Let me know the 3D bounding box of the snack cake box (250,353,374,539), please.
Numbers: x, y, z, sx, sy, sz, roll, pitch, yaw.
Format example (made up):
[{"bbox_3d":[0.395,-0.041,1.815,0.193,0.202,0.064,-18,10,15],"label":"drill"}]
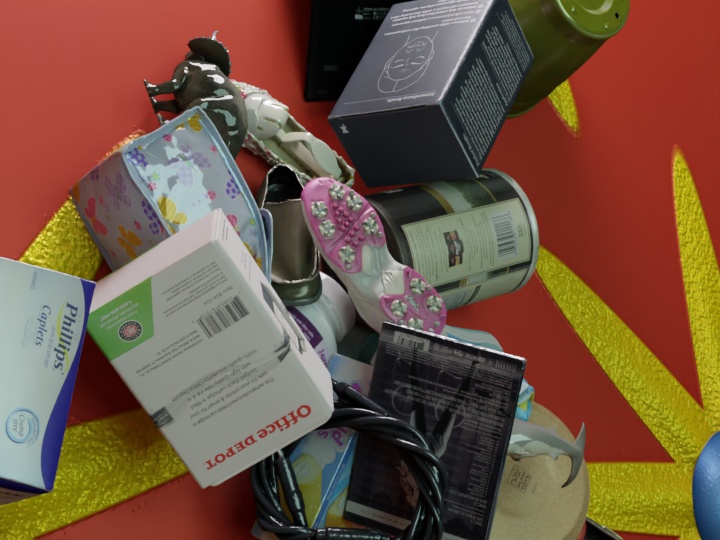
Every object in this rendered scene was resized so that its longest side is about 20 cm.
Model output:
[{"bbox_3d":[-0.020,0.201,1.465,0.115,0.067,0.202,42,69,-53],"label":"snack cake box"}]

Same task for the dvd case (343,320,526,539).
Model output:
[{"bbox_3d":[0.070,0.164,1.388,0.016,0.147,0.203,-5,108,-67],"label":"dvd case"}]

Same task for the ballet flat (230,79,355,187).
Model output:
[{"bbox_3d":[-0.081,-0.146,1.567,0.199,0.064,0.076,37,62,-21],"label":"ballet flat"}]

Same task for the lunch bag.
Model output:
[{"bbox_3d":[-0.172,-0.035,1.413,0.126,0.169,0.202,-31,94,-30],"label":"lunch bag"}]

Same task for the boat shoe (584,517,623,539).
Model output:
[{"bbox_3d":[0.227,0.302,1.664,0.199,0.059,0.073,29,64,-25],"label":"boat shoe"}]

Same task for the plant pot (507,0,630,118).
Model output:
[{"bbox_3d":[0.213,-0.307,1.729,0.198,0.192,0.203,9,74,-32],"label":"plant pot"}]

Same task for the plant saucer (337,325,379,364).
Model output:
[{"bbox_3d":[0.039,0.134,1.595,0.198,0.036,0.203,10,73,-33],"label":"plant saucer"}]

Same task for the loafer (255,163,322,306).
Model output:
[{"bbox_3d":[-0.081,-0.039,1.481,0.074,0.070,0.201,-5,38,-9],"label":"loafer"}]

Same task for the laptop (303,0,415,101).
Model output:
[{"bbox_3d":[-0.007,-0.310,1.692,0.185,0.115,0.203,-6,110,-34],"label":"laptop"}]

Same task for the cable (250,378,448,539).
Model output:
[{"bbox_3d":[-0.011,0.206,1.365,0.199,0.051,0.164,34,84,18],"label":"cable"}]

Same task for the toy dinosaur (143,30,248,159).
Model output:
[{"bbox_3d":[-0.159,-0.168,1.482,0.101,0.077,0.201,-23,62,-6],"label":"toy dinosaur"}]

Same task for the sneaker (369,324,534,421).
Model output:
[{"bbox_3d":[0.110,0.121,1.532,0.198,0.080,0.131,2,36,-44],"label":"sneaker"}]

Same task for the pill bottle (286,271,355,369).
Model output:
[{"bbox_3d":[-0.093,0.092,1.469,0.113,0.112,0.200,51,57,-12],"label":"pill bottle"}]

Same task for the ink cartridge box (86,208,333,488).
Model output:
[{"bbox_3d":[-0.134,0.072,1.301,0.144,0.084,0.201,-29,111,9],"label":"ink cartridge box"}]

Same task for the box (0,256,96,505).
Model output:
[{"bbox_3d":[-0.327,0.102,1.253,0.104,0.199,0.186,18,68,-27],"label":"box"}]

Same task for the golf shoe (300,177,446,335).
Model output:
[{"bbox_3d":[0.000,0.000,1.455,0.075,0.092,0.201,-35,86,-27],"label":"golf shoe"}]

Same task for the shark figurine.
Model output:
[{"bbox_3d":[0.146,0.157,1.464,0.211,0.129,0.091,1,61,-12],"label":"shark figurine"}]

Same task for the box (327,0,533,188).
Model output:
[{"bbox_3d":[0.080,-0.200,1.582,0.108,0.147,0.201,58,45,-35],"label":"box"}]

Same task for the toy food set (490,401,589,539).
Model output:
[{"bbox_3d":[0.168,0.238,1.603,0.196,0.049,0.202,17,65,-13],"label":"toy food set"}]

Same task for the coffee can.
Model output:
[{"bbox_3d":[0.078,-0.024,1.593,0.198,0.146,0.148,-14,86,-36],"label":"coffee can"}]
